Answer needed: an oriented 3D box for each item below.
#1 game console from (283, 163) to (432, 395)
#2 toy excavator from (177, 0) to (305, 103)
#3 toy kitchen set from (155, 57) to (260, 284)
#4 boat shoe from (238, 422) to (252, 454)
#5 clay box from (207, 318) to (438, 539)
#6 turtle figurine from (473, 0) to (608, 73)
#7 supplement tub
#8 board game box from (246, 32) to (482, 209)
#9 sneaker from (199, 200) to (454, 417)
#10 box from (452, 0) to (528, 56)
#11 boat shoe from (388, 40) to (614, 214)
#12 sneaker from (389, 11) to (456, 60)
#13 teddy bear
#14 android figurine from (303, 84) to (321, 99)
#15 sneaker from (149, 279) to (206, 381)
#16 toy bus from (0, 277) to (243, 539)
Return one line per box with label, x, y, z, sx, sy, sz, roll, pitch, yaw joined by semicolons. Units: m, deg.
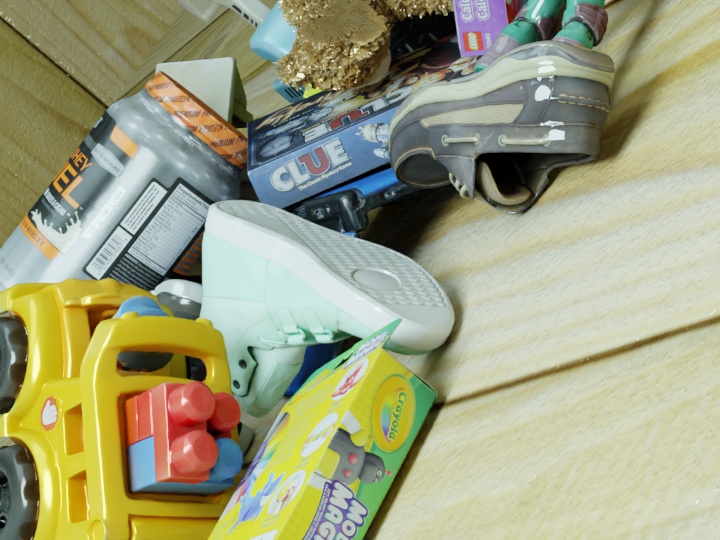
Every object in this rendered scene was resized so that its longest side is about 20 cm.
game console;0.000;0.000;1.328;0.170;0.119;0.200;-22;6;-20
toy excavator;-0.069;-0.212;1.702;0.100;0.200;0.194;-52;14;-10
toy kitchen set;-0.109;-0.065;1.593;0.198;0.180;0.165;-2;76;25
boat shoe;-0.152;0.140;1.359;0.201;0.063;0.074;-38;21;46
clay box;-0.030;0.124;1.046;0.115;0.048;0.201;-33;21;54
turtle figurine;0.152;-0.195;1.205;0.201;0.100;0.150;-59;16;-11
supplement tub;-0.172;-0.040;1.445;0.201;0.122;0.123;-52;14;2
board game box;0.017;-0.111;1.358;0.198;0.035;0.136;-23;18;4
sneaker;-0.024;0.041;1.175;0.200;0.073;0.119;25;114;43
box;0.098;-0.244;1.352;0.039;0.138;0.200;-3;21;17
boat shoe;0.074;-0.074;1.146;0.200;0.074;0.074;-26;59;60
sneaker;0.057;-0.177;1.507;0.201;0.074;0.079;-52;7;-33
teddy bear;0.005;-0.194;1.374;0.144;0.067;0.201;-14;42;6
android figurine;-0.001;-0.166;1.512;0.182;0.041;0.202;49;-126;-69
sneaker;-0.141;0.090;1.407;0.201;0.076;0.082;116;172;-46
toy bus;-0.134;0.085;1.151;0.192;0.135;0.202;-31;59;50
